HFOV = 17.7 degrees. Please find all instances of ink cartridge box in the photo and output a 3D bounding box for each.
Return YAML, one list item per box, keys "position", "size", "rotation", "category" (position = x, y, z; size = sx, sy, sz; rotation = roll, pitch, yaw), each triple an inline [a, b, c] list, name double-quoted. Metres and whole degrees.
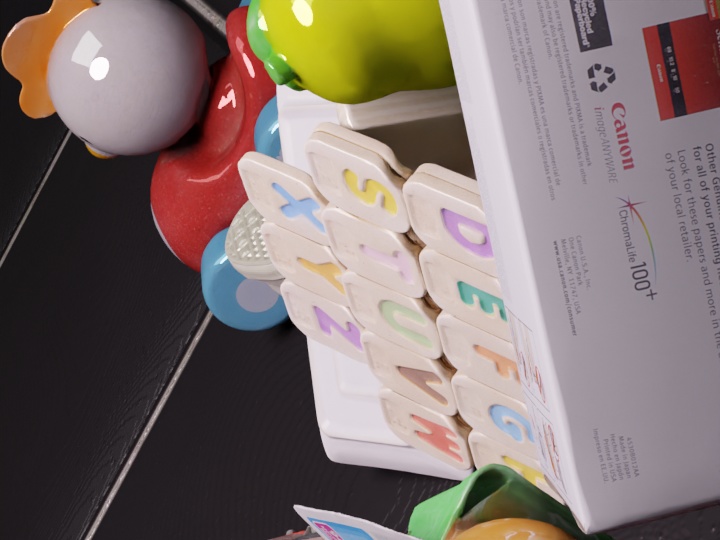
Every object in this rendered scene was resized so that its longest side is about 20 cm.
- position: [0.125, -0.041, 0.712]
  size: [0.084, 0.175, 0.201]
  rotation: [-124, 22, -82]
  category: "ink cartridge box"

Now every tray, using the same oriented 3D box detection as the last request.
- position: [0.000, 0.000, 1.092]
  size: [0.107, 0.022, 0.201]
  rotation: [3, 103, 50]
  category: "tray"

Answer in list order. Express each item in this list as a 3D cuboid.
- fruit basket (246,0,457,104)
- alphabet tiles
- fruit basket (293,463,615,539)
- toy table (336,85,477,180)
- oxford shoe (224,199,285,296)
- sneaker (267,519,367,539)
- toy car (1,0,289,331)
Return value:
- position: [0.058, -0.133, 0.873]
  size: [0.215, 0.155, 0.216]
  rotation: [0, 91, 26]
  category: "fruit basket"
- position: [0.035, 0.024, 0.937]
  size: [0.195, 0.200, 0.015]
  rotation: [24, 60, 30]
  category: "alphabet tiles"
- position: [0.083, 0.136, 0.733]
  size: [0.094, 0.185, 0.200]
  rotation: [-59, 22, -8]
  category: "fruit basket"
- position: [0.071, -0.056, 0.959]
  size: [0.200, 0.183, 0.117]
  rotation: [63, 161, 19]
  category: "toy table"
- position: [0.009, -0.010, 1.213]
  size: [0.200, 0.058, 0.075]
  rotation: [2, 61, 49]
  category: "oxford shoe"
- position: [-0.043, 0.171, 1.141]
  size: [0.082, 0.077, 0.200]
  rotation: [-47, 11, -35]
  category: "sneaker"
- position: [-0.117, -0.091, 1.346]
  size: [0.185, 0.199, 0.177]
  rotation: [-101, 31, -58]
  category: "toy car"
